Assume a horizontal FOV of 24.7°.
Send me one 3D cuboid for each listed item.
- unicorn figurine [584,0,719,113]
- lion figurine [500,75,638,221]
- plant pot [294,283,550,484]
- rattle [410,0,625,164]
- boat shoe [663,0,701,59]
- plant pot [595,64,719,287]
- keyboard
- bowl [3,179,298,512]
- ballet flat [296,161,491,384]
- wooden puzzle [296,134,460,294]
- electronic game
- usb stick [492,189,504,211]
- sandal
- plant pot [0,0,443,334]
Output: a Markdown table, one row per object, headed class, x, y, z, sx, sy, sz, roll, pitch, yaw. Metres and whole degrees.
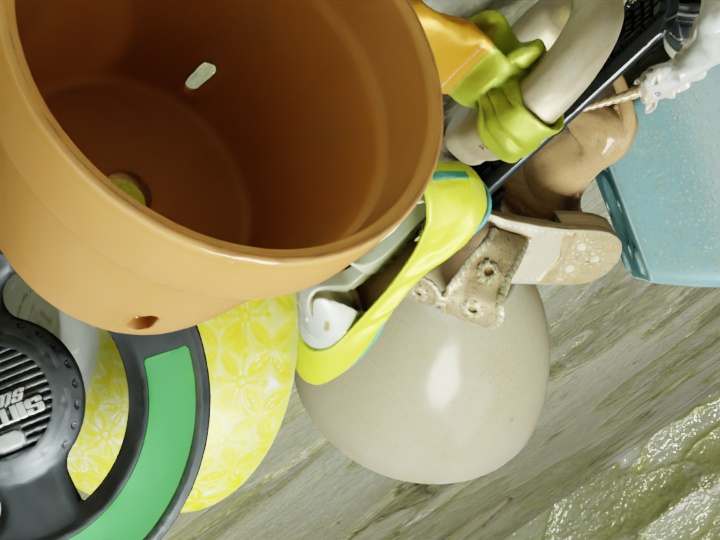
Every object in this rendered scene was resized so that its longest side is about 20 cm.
| class | x | y | z | sx | sy | sz | roll | pitch | yaw |
| --- | --- | --- | --- | --- | --- | --- | --- | --- | --- |
| unicorn figurine | 0.236 | -0.177 | 1.042 | 0.201 | 0.073 | 0.137 | -60 | -171 | -9 |
| lion figurine | 0.148 | -0.081 | 1.160 | 0.072 | 0.123 | 0.200 | -22 | 158 | -28 |
| plant pot | 0.056 | 0.037 | 1.217 | 0.199 | 0.201 | 0.135 | -23 | 150 | -27 |
| rattle | 0.091 | -0.173 | 0.970 | 0.201 | 0.142 | 0.130 | -57 | -179 | -14 |
| boat shoe | 0.290 | -0.222 | 1.131 | 0.199 | 0.072 | 0.068 | -37 | 138 | -5 |
| plant pot | 0.280 | -0.082 | 1.236 | 0.198 | 0.198 | 0.196 | -20 | -179 | 2 |
| keyboard | 0.129 | -0.119 | 1.052 | 0.200 | 0.021 | 0.127 | -42 | -168 | 29 |
| bowl | -0.139 | 0.031 | 0.863 | 0.107 | 0.201 | 0.200 | 1 | 143 | -47 |
| ballet flat | 0.000 | 0.000 | 1.042 | 0.067 | 0.067 | 0.200 | 5 | 139 | -46 |
| wooden puzzle | -0.017 | -0.037 | 1.103 | 0.185 | 0.046 | 0.200 | -38 | 172 | 7 |
| electronic game | -0.169 | 0.062 | 0.774 | 0.199 | 0.201 | 0.042 | -32 | 180 | -3 |
| usb stick | 0.106 | -0.035 | 1.353 | 0.199 | 0.033 | 0.055 | -36 | 162 | 8 |
| sandal | 0.093 | 0.005 | 1.110 | 0.210 | 0.070 | 0.078 | -4 | 135 | -23 |
| plant pot | -0.081 | -0.062 | 0.723 | 0.199 | 0.201 | 0.140 | -19 | 164 | -37 |
